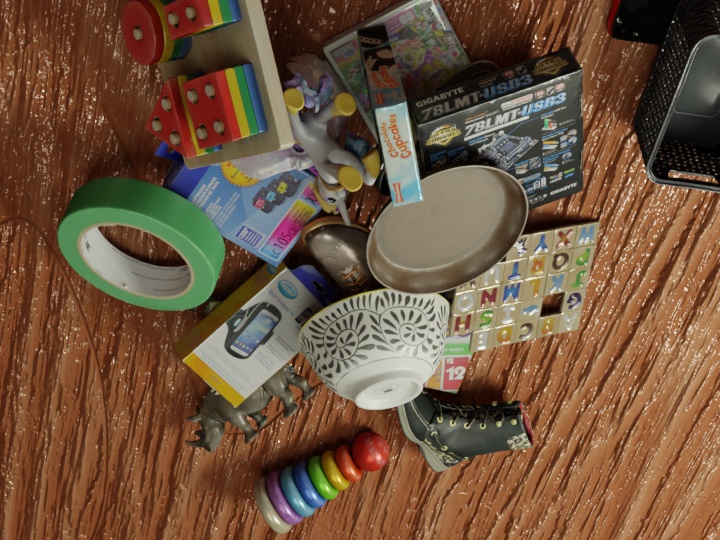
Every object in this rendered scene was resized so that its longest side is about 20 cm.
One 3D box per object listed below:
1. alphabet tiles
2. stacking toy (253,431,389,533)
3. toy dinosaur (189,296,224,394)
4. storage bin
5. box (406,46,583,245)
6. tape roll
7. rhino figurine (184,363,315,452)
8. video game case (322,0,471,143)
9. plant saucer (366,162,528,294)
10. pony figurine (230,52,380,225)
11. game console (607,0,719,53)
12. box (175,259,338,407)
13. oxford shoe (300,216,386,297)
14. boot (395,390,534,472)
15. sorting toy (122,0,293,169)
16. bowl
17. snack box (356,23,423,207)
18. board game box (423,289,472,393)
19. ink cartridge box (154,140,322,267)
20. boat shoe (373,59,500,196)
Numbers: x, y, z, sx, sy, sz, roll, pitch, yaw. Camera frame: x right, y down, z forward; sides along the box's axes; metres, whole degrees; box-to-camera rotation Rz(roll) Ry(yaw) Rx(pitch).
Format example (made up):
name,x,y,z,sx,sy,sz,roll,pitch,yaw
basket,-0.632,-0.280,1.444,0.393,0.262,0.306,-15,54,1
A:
name,x,y,z,sx,sy,sz,roll,pitch,yaw
alphabet tiles,0.205,0.024,1.578,0.197,0.008,0.169,-11,127,-22
stacking toy,-0.050,0.286,1.753,0.198,0.086,0.086,-32,120,11
toy dinosaur,-0.167,0.062,1.620,0.100,0.058,0.202,20,110,-35
storage bin,0.403,-0.198,1.411,0.133,0.095,0.202,7,132,-6
box,0.158,-0.139,1.429,0.197,0.050,0.200,-20,139,-5
tape roll,-0.263,-0.029,1.501,0.197,0.049,0.202,11,146,7
rhino figurine,-0.162,0.183,1.684,0.199,0.060,0.088,-34,99,20
video game case,0.064,-0.212,1.453,0.142,0.018,0.201,-25,121,14
plant saucer,0.096,-0.053,1.434,0.197,0.032,0.202,-14,140,-12
pony figurine,-0.055,-0.145,1.360,0.166,0.200,0.194,-36,88,-13
game console,0.388,-0.327,1.383,0.196,0.031,0.179,7,129,-5
box,-0.124,0.070,1.586,0.200,0.042,0.119,-42,130,0
oxford shoe,0.000,0.000,1.524,0.071,0.074,0.199,-33,139,20
boot,0.138,0.192,1.672,0.151,0.074,0.204,-14,139,17
sorting toy,-0.173,-0.210,1.306,0.069,0.197,0.203,-20,100,-36
bowl,0.027,0.111,1.544,0.197,0.095,0.202,-11,152,-6
snack box,0.031,-0.171,1.347,0.036,0.201,0.118,-12,124,1
board game box,0.113,0.071,1.640,0.094,0.030,0.202,12,120,-10
ink cartridge box,-0.145,-0.115,1.479,0.198,0.077,0.137,30,118,-18
boat shoe,0.090,-0.158,1.444,0.067,0.057,0.200,38,115,-24
